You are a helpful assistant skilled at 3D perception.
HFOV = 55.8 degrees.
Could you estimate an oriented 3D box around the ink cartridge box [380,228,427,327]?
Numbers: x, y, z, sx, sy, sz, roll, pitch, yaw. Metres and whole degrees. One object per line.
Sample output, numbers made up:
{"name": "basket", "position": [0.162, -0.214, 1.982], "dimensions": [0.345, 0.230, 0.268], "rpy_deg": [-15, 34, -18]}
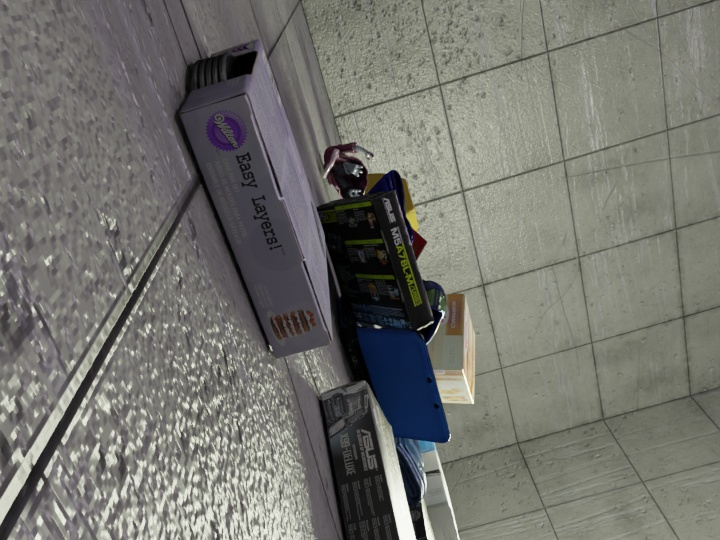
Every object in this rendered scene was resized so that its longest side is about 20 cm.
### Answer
{"name": "ink cartridge box", "position": [0.050, -0.005, 1.309], "dimensions": [0.178, 0.044, 0.200], "rpy_deg": [-64, -167, 9]}

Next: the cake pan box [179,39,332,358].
{"name": "cake pan box", "position": [-0.072, -0.066, 0.526], "dimensions": [0.185, 0.051, 0.203], "rpy_deg": [-103, 177, -60]}

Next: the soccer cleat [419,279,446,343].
{"name": "soccer cleat", "position": [0.073, 0.107, 1.053], "dimensions": [0.084, 0.064, 0.202], "rpy_deg": [-86, -162, -58]}

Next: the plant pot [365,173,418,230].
{"name": "plant pot", "position": [0.061, -0.168, 1.992], "dimensions": [0.195, 0.196, 0.198], "rpy_deg": [68, 7, -63]}

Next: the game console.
{"name": "game console", "position": [0.048, 0.144, 1.021], "dimensions": [0.171, 0.116, 0.203], "rpy_deg": [-98, 173, -64]}

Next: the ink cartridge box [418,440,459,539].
{"name": "ink cartridge box", "position": [0.137, 0.460, 1.359], "dimensions": [0.201, 0.083, 0.147], "rpy_deg": [-98, 172, -69]}

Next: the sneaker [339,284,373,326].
{"name": "sneaker", "position": [0.000, 0.000, 1.190], "dimensions": [0.077, 0.079, 0.204], "rpy_deg": [-55, 131, -88]}

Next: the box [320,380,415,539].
{"name": "box", "position": [0.017, 0.230, 0.663], "dimensions": [0.158, 0.049, 0.203], "rpy_deg": [69, 7, -58]}

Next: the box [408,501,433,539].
{"name": "box", "position": [0.100, 0.456, 1.116], "dimensions": [0.200, 0.043, 0.163], "rpy_deg": [-91, 165, -79]}

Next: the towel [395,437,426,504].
{"name": "towel", "position": [0.075, 0.308, 1.159], "dimensions": [0.113, 0.048, 0.200], "rpy_deg": [62, 4, -6]}

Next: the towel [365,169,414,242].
{"name": "towel", "position": [0.017, -0.075, 1.264], "dimensions": [0.200, 0.049, 0.150], "rpy_deg": [-40, -127, 48]}

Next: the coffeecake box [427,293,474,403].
{"name": "coffeecake box", "position": [0.183, 0.159, 1.353], "dimensions": [0.201, 0.072, 0.156], "rpy_deg": [62, 30, -58]}

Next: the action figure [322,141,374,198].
{"name": "action figure", "position": [-0.052, -0.224, 1.503], "dimensions": [0.147, 0.135, 0.201], "rpy_deg": [19, 24, -32]}

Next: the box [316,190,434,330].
{"name": "box", "position": [0.015, -0.013, 1.008], "dimensions": [0.199, 0.047, 0.197], "rpy_deg": [1, -70, 63]}

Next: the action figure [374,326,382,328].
{"name": "action figure", "position": [0.074, 0.157, 1.375], "dimensions": [0.199, 0.132, 0.152], "rpy_deg": [12, 79, -68]}
